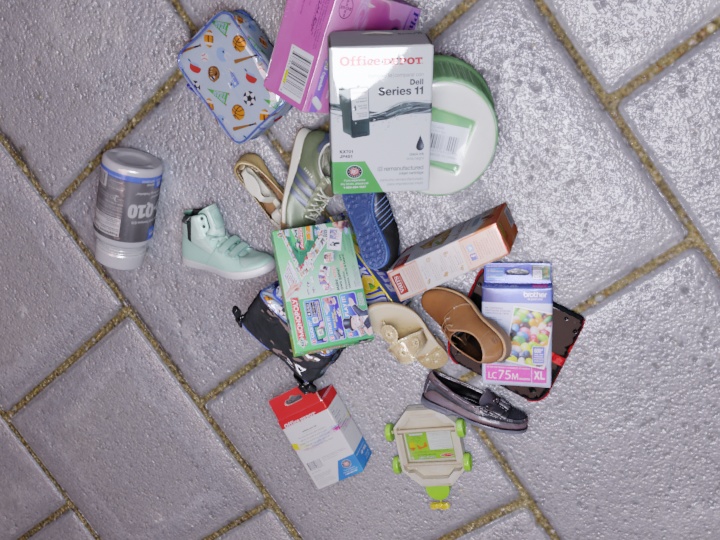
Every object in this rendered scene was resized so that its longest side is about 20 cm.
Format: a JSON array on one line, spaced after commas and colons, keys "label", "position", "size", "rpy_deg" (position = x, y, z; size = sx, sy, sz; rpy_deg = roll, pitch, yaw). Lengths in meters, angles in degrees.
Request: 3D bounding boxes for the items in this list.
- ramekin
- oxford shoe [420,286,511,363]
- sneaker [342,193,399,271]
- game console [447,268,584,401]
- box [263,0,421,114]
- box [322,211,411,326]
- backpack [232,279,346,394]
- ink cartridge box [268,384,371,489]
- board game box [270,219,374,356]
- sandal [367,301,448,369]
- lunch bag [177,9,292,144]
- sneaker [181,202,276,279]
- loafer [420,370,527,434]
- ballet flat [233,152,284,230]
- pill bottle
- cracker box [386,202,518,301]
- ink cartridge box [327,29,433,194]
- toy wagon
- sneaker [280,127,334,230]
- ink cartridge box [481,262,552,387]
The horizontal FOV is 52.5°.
[{"label": "ramekin", "position": [0.118, -0.215, 1.119], "size": [0.193, 0.098, 0.205], "rpy_deg": [-1, 118, -2]}, {"label": "oxford shoe", "position": [0.159, 0.087, 1.215], "size": [0.199, 0.070, 0.073], "rpy_deg": [37, 129, 44]}, {"label": "sneaker", "position": [0.021, -0.098, 1.249], "size": [0.068, 0.077, 0.206], "rpy_deg": [-14, 82, 25]}, {"label": "game console", "position": [0.261, 0.115, 1.257], "size": [0.196, 0.031, 0.181], "rpy_deg": [25, 108, 8]}, {"label": "box", "position": [-0.025, -0.335, 1.098], "size": [0.096, 0.197, 0.180], "rpy_deg": [35, 117, 30]}, {"label": "box", "position": [0.000, 0.000, 1.268], "size": [0.064, 0.070, 0.202], "rpy_deg": [-39, 85, 27]}, {"label": "backpack", "position": [-0.092, 0.080, 1.275], "size": [0.200, 0.190, 0.154], "rpy_deg": [45, 110, 4]}, {"label": "ink cartridge box", "position": [-0.078, 0.304, 1.410], "size": [0.114, 0.067, 0.203], "rpy_deg": [-26, 98, 24]}, {"label": "board game box", "position": [-0.063, 0.025, 1.178], "size": [0.131, 0.029, 0.206], "rpy_deg": [-9, 73, -14]}, {"label": "sandal", "position": [0.088, 0.130, 1.232], "size": [0.077, 0.071, 0.211], "rpy_deg": [-33, 133, 21]}, {"label": "lunch bag", "position": [-0.213, -0.329, 1.245], "size": [0.159, 0.076, 0.202], "rpy_deg": [-33, 96, 27]}, {"label": "sneaker", "position": [-0.248, -0.057, 1.342], "size": [0.195, 0.074, 0.122], "rpy_deg": [10, 117, 18]}, {"label": "loafer", "position": [0.203, 0.232, 1.292], "size": [0.195, 0.072, 0.065], "rpy_deg": [14, 108, 17]}, {"label": "ballet flat", "position": [-0.157, -0.118, 1.300], "size": [0.068, 0.063, 0.201], "rpy_deg": [-40, 92, 23]}, {"label": "pill bottle", "position": [-0.439, -0.114, 1.370], "size": [0.111, 0.114, 0.205], "rpy_deg": [21, 114, 11]}, {"label": "cracker box", "position": [0.151, -0.031, 1.184], "size": [0.196, 0.134, 0.059], "rpy_deg": [-26, 99, 24]}, {"label": "ink cartridge box", "position": [0.026, -0.218, 1.009], "size": [0.142, 0.084, 0.205], "rpy_deg": [-3, 118, -3]}, {"label": "toy wagon", "position": [0.132, 0.350, 1.370], "size": [0.151, 0.040, 0.206], "rpy_deg": [-7, 106, 21]}, {"label": "sneaker", "position": [-0.077, -0.137, 1.237], "size": [0.088, 0.067, 0.207], "rpy_deg": [10, 92, 25]}, {"label": "ink cartridge box", "position": [0.260, 0.090, 1.216], "size": [0.116, 0.042, 0.207], "rpy_deg": [1, 101, 15]}]
